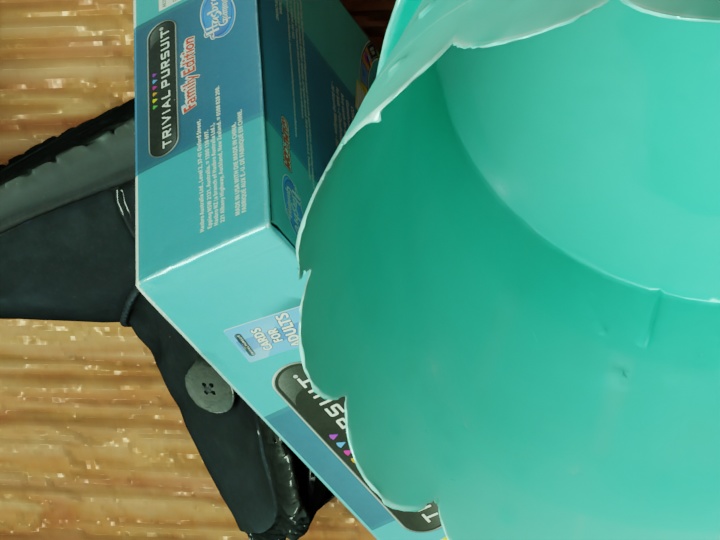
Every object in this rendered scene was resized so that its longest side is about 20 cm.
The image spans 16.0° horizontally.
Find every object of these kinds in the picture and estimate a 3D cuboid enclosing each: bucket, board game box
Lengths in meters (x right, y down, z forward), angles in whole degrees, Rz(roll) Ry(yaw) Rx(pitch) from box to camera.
[{"bbox_3d":[0.090,-0.021,0.693,0.206,0.135,0.208,7,128,9],"label":"bucket"},{"bbox_3d":[0.000,0.000,0.809,0.047,0.152,0.200,-23,133,18],"label":"board game box"}]

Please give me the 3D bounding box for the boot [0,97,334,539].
[{"bbox_3d":[-0.078,0.029,0.941,0.199,0.076,0.169,-21,103,35],"label":"boot"}]

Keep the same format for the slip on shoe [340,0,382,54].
[{"bbox_3d":[-0.050,-0.119,0.896,0.200,0.076,0.061,36,90,8],"label":"slip on shoe"}]
